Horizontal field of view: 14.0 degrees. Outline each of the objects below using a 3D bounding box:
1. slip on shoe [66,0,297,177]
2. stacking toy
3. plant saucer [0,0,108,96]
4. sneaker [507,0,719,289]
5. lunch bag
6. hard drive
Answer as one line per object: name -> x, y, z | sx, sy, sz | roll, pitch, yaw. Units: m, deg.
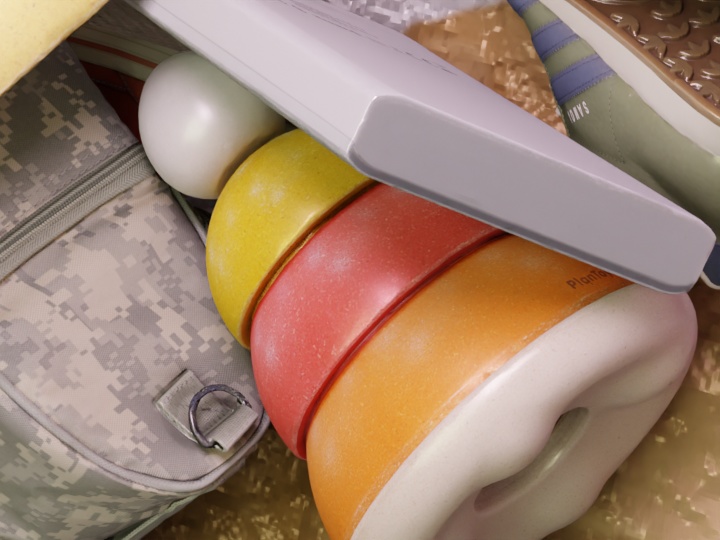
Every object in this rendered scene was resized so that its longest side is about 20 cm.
slip on shoe -> -0.079, -0.060, 1.066 | 0.200, 0.074, 0.061 | 23, 108, 22
stacking toy -> 0.000, 0.000, 0.970 | 0.200, 0.146, 0.146 | 48, 115, 20
plant saucer -> -0.133, -0.124, 0.990 | 0.048, 0.200, 0.200 | 55, 163, -27
sneaker -> 0.080, -0.072, 0.970 | 0.200, 0.067, 0.090 | 50, 151, 37
lunch bag -> -0.134, 0.036, 1.045 | 0.168, 0.139, 0.200 | 53, 141, 0
hard drive -> 0.008, -0.055, 0.928 | 0.200, 0.132, 0.027 | 38, 105, 56
